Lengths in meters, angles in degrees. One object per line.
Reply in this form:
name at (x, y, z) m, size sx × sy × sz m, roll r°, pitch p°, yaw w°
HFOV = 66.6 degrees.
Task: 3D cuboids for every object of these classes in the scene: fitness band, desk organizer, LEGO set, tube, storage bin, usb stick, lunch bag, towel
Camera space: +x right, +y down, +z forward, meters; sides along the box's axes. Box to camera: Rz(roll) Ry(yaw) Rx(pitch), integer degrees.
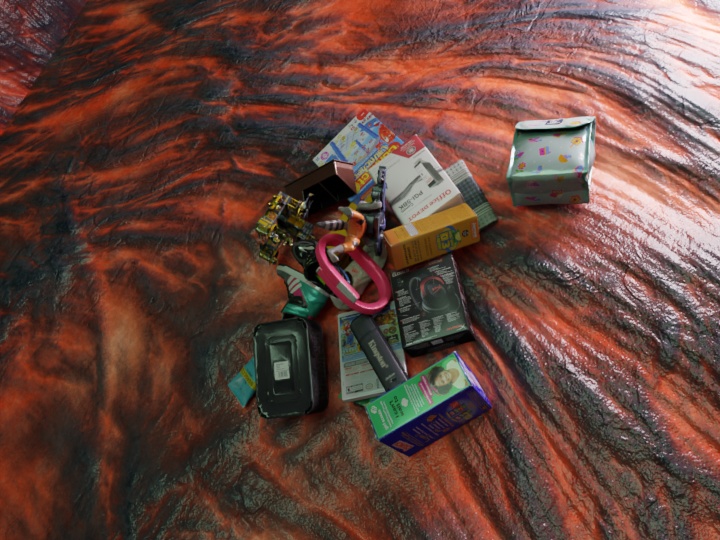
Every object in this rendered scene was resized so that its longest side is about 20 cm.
fitness band at (-0.018, 0.006, 1.182) m, size 0.200 × 0.143 × 0.038 m, roll 47°, pitch 126°, yaw 6°
desk organizer at (-0.102, -0.201, 1.367) m, size 0.197 × 0.071 × 0.079 m, roll -18°, pitch 78°, yaw 42°
LEGO set at (-0.171, -0.088, 1.328) m, size 0.114 × 0.201 × 0.156 m, roll 27°, pitch 58°, yaw 6°
tube at (-0.235, 0.223, 1.304) m, size 0.201 × 0.050 × 0.077 m, roll -51°, pitch 51°, yaw 2°
storage bin at (-0.154, 0.215, 1.205) m, size 0.132 × 0.094 × 0.206 m, roll -10°, pitch 77°, yaw 16°
usb stick at (0.038, 0.169, 1.118) m, size 0.055 × 0.033 × 0.202 m, roll -31°, pitch 52°, yaw -2°
lunch bag at (0.407, -0.247, 1.159) m, size 0.166 × 0.122 × 0.204 m, roll 2°, pitch 60°, yaw 29°
towel at (0.193, -0.135, 1.269) m, size 0.197 × 0.035 × 0.196 m, roll -30°, pitch 61°, yaw 9°

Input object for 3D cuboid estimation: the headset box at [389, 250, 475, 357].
headset box at (0.149, 0.063, 1.167) m, size 0.145 × 0.075 × 0.205 m, roll -18°, pitch 61°, yaw 16°

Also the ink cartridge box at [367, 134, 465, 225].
ink cartridge box at (0.128, -0.184, 1.248) m, size 0.145 × 0.083 × 0.202 m, roll -35°, pitch 60°, yaw 6°

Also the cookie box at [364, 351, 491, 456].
cookie box at (0.131, 0.257, 1.032) m, size 0.197 × 0.171 × 0.076 m, roll -33°, pitch 54°, yaw 8°

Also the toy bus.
toy bus at (-0.023, -0.090, 1.315) m, size 0.065 × 0.078 × 0.202 m, roll 39°, pitch 94°, yaw 34°

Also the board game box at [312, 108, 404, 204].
board game box at (0.004, -0.287, 1.410) m, size 0.200 × 0.056 × 0.196 m, roll -44°, pitch 56°, yaw 2°

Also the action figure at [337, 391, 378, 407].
action figure at (0.040, 0.196, 1.174) m, size 0.116 × 0.055 × 0.204 m, roll 11°, pitch 66°, yaw 31°

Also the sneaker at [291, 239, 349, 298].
sneaker at (-0.098, -0.015, 1.233) m, size 0.071 × 0.082 × 0.200 m, roll -53°, pitch 49°, yaw 9°

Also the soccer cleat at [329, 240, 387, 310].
soccer cleat at (0.000, 0.000, 1.268) m, size 0.068 × 0.078 × 0.203 m, roll 27°, pitch 80°, yaw 32°

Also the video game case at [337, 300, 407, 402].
video game case at (0.023, 0.168, 1.158) m, size 0.139 × 0.018 × 0.204 m, roll -15°, pitch 53°, yaw 13°

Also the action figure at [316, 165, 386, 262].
action figure at (-0.003, -0.126, 1.184) m, size 0.102 × 0.193 × 0.206 m, roll 14°, pitch 111°, yaw 24°

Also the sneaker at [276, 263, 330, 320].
sneaker at (-0.159, 0.066, 1.318) m, size 0.198 × 0.083 × 0.123 m, roll 25°, pitch 85°, yaw 46°

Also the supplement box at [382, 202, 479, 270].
supplement box at (0.150, -0.072, 1.156) m, size 0.195 × 0.068 × 0.069 m, roll -21°, pitch 32°, yaw -6°
